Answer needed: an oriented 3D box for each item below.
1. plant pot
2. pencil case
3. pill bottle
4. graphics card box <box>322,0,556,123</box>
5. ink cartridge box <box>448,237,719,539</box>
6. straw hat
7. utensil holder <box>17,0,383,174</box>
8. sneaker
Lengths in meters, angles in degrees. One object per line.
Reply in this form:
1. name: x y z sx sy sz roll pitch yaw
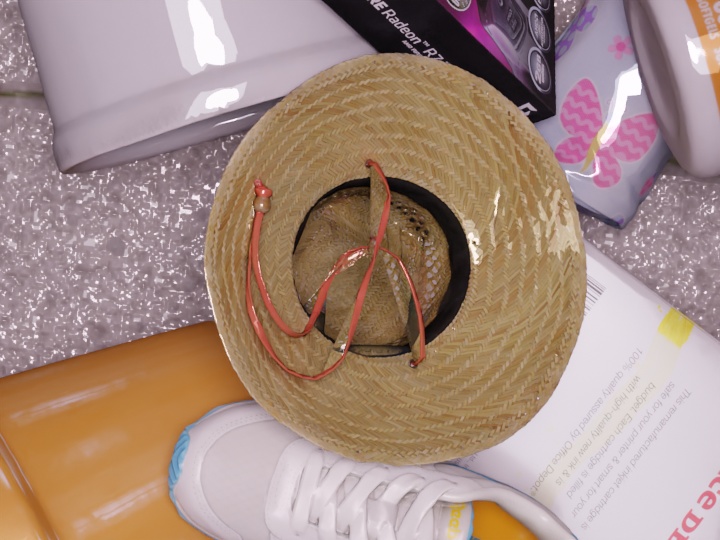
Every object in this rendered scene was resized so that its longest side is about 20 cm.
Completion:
1. plant pot: -0.124 0.119 1.045 0.183 0.200 0.201 -28 93 -15
2. pencil case: 0.143 -0.120 1.080 0.091 0.083 0.200 34 93 24
3. pill bottle: 0.229 -0.123 0.981 0.199 0.112 0.113 -18 93 0
4. graphics card box: 0.023 -0.163 1.007 0.051 0.200 0.126 -18 52 29
5. ink cartridge box: 0.107 0.071 1.087 0.200 0.083 0.145 38 92 -2
6. straw hat: 0.000 0.000 1.000 0.200 0.085 0.202 5 79 -29
7. utensil holder: -0.091 -0.165 1.032 0.169 0.170 0.201 -16 92 0
8. sneaker: 0.010 0.108 0.979 0.199 0.081 0.077 17 84 -21
